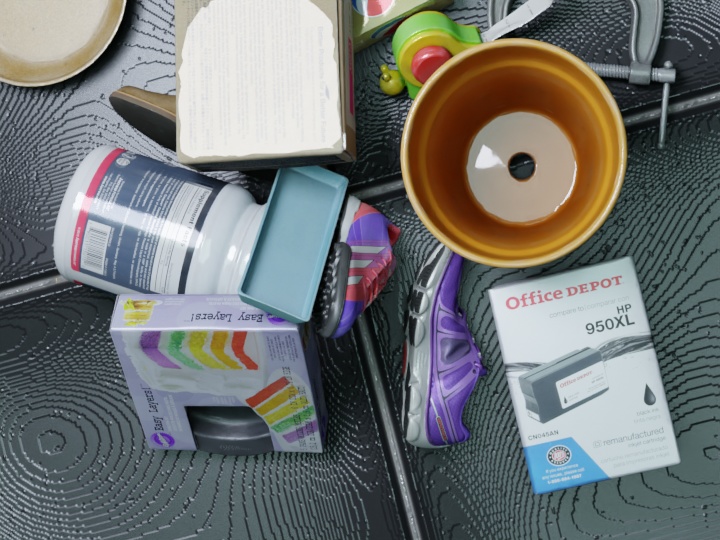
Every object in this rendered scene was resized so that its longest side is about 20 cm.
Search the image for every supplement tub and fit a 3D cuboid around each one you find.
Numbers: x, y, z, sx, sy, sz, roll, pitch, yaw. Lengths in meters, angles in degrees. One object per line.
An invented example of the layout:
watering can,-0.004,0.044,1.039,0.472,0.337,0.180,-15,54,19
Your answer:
supplement tub,-0.184,-0.030,1.548,0.198,0.140,0.142,18,92,7

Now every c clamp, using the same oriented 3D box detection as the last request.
c clamp,0.215,-0.221,1.549,0.198,0.027,0.173,12,90,9

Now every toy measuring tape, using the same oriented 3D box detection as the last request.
toy measuring tape,0.095,-0.234,1.532,0.199,0.074,0.074,-33,85,19

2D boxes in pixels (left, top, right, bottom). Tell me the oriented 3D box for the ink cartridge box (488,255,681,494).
ink cartridge box,0.212,0.098,1.517,0.143,0.084,0.202,-14,87,7

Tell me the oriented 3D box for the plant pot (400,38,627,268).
plant pot,0.145,-0.102,1.480,0.198,0.183,0.202,0,90,8

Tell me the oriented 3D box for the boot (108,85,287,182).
boot,-0.152,-0.154,1.591,0.198,0.074,0.076,19,73,4

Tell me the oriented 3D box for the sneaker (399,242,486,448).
sneaker,0.085,0.072,1.553,0.083,0.081,0.202,3,97,-8

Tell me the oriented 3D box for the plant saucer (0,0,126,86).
plant saucer,-0.328,-0.287,1.625,0.198,0.035,0.202,0,89,9

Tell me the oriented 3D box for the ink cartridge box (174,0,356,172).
ink cartridge box,-0.089,-0.199,1.499,0.163,0.075,0.202,-2,85,10

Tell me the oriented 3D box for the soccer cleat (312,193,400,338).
soccer cleat,0.000,0.000,1.501,0.073,0.201,0.068,23,122,-10

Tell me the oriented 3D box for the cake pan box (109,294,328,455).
cake pan box,-0.131,0.102,1.528,0.182,0.201,0.053,2,48,8

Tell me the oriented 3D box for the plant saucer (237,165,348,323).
plant saucer,-0.062,-0.030,1.478,0.069,0.201,0.019,22,134,-8

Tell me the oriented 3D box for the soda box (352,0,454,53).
soda box,-0.012,-0.251,1.562,0.199,0.068,0.064,-26,85,7
